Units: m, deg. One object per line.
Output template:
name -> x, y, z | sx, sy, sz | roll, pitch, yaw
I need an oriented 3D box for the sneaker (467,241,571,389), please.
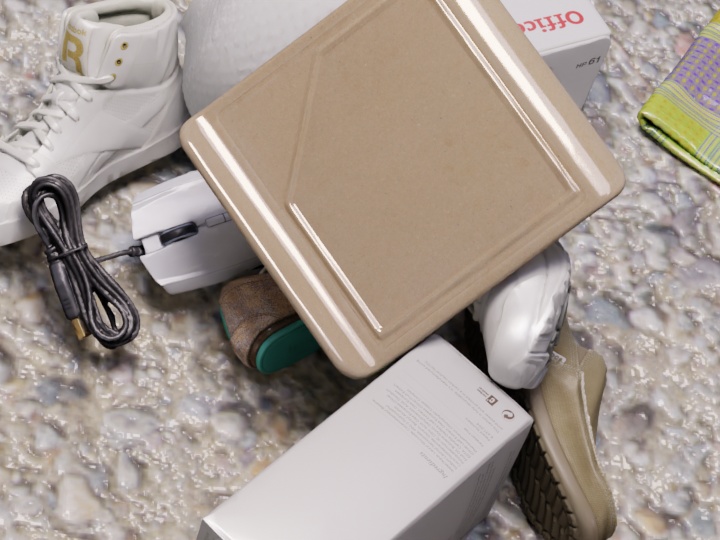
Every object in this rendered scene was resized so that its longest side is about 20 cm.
sneaker -> 0.073, -0.004, 1.540 | 0.099, 0.078, 0.200 | 8, 38, -3

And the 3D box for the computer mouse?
computer mouse -> -0.103, -0.026, 1.580 | 0.199, 0.044, 0.110 | -19, 84, -35

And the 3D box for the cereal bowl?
cereal bowl -> -0.052, -0.171, 1.608 | 0.083, 0.200, 0.200 | 33, 50, -4

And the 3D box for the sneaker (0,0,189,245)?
sneaker -> -0.186, -0.101, 1.586 | 0.074, 0.116, 0.200 | 26, 44, 31

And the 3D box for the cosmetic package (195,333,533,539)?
cosmetic package -> -0.003, 0.139, 1.460 | 0.085, 0.108, 0.200 | 42, 52, 17

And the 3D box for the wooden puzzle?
wooden puzzle -> 0.024, -0.064, 1.494 | 0.200, 0.037, 0.185 | -36, 81, 0

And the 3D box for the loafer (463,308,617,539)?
loafer -> 0.120, 0.081, 1.561 | 0.067, 0.076, 0.201 | -9, 55, -14

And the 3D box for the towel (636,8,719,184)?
towel -> 0.292, -0.125, 1.812 | 0.143, 0.023, 0.200 | 34, 51, 11

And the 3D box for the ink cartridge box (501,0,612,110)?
ink cartridge box -> 0.057, -0.187, 1.754 | 0.144, 0.085, 0.200 | -15, 56, -25

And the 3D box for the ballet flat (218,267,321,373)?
ballet flat -> 0.000, 0.000, 1.601 | 0.199, 0.068, 0.067 | -18, 52, -30
